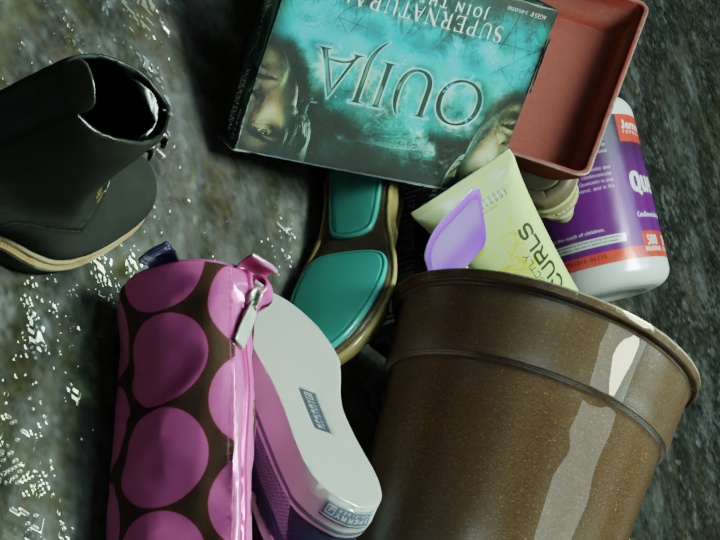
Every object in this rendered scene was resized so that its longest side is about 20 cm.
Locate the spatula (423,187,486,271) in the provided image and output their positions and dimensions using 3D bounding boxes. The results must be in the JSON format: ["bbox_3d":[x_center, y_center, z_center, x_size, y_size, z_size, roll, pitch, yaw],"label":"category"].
[{"bbox_3d":[0.085,0.029,1.036,0.057,0.020,0.201,-45,133,-20],"label":"spatula"}]

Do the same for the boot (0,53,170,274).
[{"bbox_3d":[-0.121,-0.051,0.724,0.200,0.138,0.078,-8,82,-63],"label":"boot"}]

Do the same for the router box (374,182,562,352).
[{"bbox_3d":[0.085,0.022,1.144,0.200,0.062,0.151,41,42,-46],"label":"router box"}]

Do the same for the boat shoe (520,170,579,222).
[{"bbox_3d":[0.094,-0.110,1.182,0.201,0.071,0.076,56,2,26],"label":"boat shoe"}]

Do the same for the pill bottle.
[{"bbox_3d":[0.192,-0.074,1.338,0.112,0.112,0.201,3,73,-61],"label":"pill bottle"}]

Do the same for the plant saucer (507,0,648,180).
[{"bbox_3d":[0.091,-0.152,1.128,0.037,0.199,0.200,98,14,-49],"label":"plant saucer"}]

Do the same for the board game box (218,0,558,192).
[{"bbox_3d":[0.020,-0.124,0.974,0.199,0.028,0.136,8,110,-33],"label":"board game box"}]

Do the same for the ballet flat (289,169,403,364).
[{"bbox_3d":[0.000,0.000,1.001,0.201,0.068,0.063,-76,154,-42],"label":"ballet flat"}]

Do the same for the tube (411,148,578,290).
[{"bbox_3d":[0.110,0.002,1.069,0.200,0.052,0.058,53,57,-41],"label":"tube"}]

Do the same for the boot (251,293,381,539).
[{"bbox_3d":[-0.053,0.096,0.857,0.072,0.091,0.200,25,23,-26],"label":"boot"}]

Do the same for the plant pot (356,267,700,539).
[{"bbox_3d":[0.083,0.132,0.936,0.200,0.199,0.199,42,60,-44],"label":"plant pot"}]

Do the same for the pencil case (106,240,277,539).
[{"bbox_3d":[-0.081,0.093,0.771,0.091,0.093,0.201,30,51,-53],"label":"pencil case"}]
